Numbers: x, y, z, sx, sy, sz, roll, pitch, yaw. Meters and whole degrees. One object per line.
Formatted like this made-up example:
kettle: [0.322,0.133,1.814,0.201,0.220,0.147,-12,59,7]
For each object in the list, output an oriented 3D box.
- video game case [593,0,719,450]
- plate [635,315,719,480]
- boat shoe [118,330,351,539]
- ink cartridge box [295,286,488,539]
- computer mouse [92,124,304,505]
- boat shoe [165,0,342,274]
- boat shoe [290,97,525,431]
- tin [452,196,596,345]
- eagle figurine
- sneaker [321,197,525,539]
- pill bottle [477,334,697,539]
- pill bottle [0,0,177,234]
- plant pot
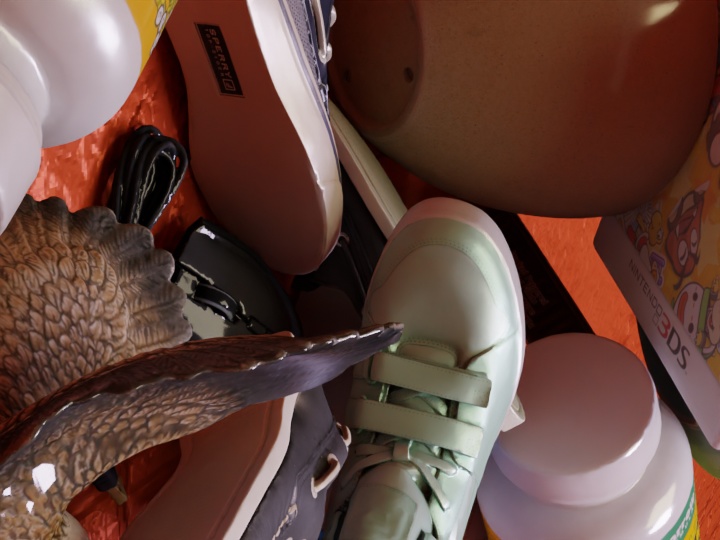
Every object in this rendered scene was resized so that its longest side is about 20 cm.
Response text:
video game case: [0.177,-0.048,0.869,0.182,0.023,0.201,-111,-147,-55]
plate: [0.179,0.013,0.955,0.200,0.025,0.201,177,-90,-76]
boat shoe: [-0.042,0.089,0.679,0.060,0.074,0.200,55,13,-14]
ink cartridge box: [0.016,0.106,0.977,0.200,0.085,0.147,65,40,-57]
computer mouse: [-0.070,0.045,0.790,0.200,0.046,0.141,65,38,-55]
boat shoe: [-0.032,-0.098,0.788,0.093,0.074,0.201,-53,145,-37]
boat shoe: [0.001,0.000,0.862,0.200,0.066,0.075,58,10,-1]
tin: [0.112,0.029,1.096,0.200,0.042,0.112,60,7,33]
eagle figurine: [-0.105,0.053,0.582,0.200,0.152,0.151,-53,-178,-17]
sneaker: [0.025,0.076,0.774,0.118,0.073,0.202,-61,160,-72]
pill bottle: [0.121,0.125,0.962,0.200,0.112,0.113,73,33,-49]
pill bottle: [-0.104,-0.110,0.554,0.113,0.112,0.201,69,35,-51]
plant pot: [0.060,-0.119,0.905,0.134,0.200,0.201,-9,111,-32]
